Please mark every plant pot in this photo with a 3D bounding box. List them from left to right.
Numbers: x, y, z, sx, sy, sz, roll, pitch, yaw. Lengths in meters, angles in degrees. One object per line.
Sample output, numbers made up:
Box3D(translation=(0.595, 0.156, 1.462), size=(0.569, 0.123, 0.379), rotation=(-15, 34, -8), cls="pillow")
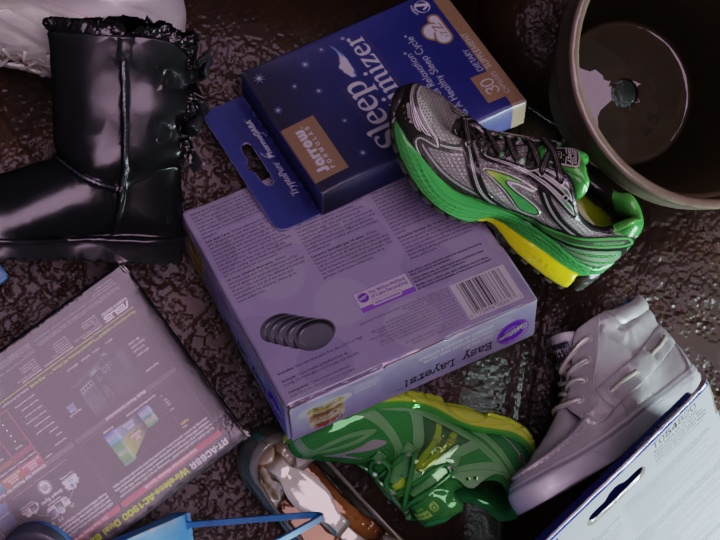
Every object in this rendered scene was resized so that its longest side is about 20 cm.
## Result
Box3D(translation=(0.214, -0.137, 1.371), size=(0.199, 0.174, 0.201), rotation=(1, 88, -14), cls="plant pot")

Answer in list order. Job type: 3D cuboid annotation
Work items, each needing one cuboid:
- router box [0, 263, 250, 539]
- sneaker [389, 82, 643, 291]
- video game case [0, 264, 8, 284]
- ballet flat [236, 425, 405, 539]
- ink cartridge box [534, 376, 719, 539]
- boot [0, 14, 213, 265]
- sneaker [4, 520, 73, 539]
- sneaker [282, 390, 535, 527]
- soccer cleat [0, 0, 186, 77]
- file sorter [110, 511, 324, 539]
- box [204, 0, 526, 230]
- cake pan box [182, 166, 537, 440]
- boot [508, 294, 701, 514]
Box3D(translation=(-0.200, 0.112, 1.317), size=(0.200, 0.062, 0.150), rotation=(-36, 95, -13), cls="router box")
Box3D(translation=(0.105, -0.070, 1.292), size=(0.200, 0.085, 0.078), rotation=(30, 44, -20), cls="sneaker")
Box3D(translation=(-0.357, -0.029, 1.308), size=(0.143, 0.018, 0.200), rotation=(-39, 97, -13), cls="video game case")
Box3D(translation=(-0.011, 0.191, 1.359), size=(0.067, 0.064, 0.200), rotation=(-45, 98, -11), cls="ballet flat")
Box3D(translation=(0.182, 0.182, 1.355), size=(0.200, 0.200, 0.041), rotation=(-42, 53, -12), cls="ink cartridge box")
Box3D(translation=(-0.197, -0.089, 1.287), size=(0.198, 0.073, 0.163), rotation=(2, 103, -15), cls="boot")
Box3D(translation=(-0.187, 0.231, 1.279), size=(0.066, 0.079, 0.200), rotation=(-9, 124, 14), cls="sneaker")
Box3D(translation=(0.041, 0.133, 1.343), size=(0.200, 0.074, 0.084), rotation=(12, 63, -28), cls="sneaker")
Box3D(translation=(-0.215, -0.158, 1.325), size=(0.199, 0.069, 0.078), rotation=(-11, 93, -17), cls="soccer cleat")
Box3D(translation=(-0.085, 0.268, 1.275), size=(0.122, 0.139, 0.201), rotation=(-6, 91, 17), cls="file sorter")
Box3D(translation=(0.002, -0.115, 1.359), size=(0.200, 0.032, 0.121), rotation=(-26, 62, -15), cls="box")
Box3D(translation=(0.000, 0.000, 1.329), size=(0.200, 0.052, 0.184), rotation=(-24, 59, -14), cls="cake pan box")
Box3D(translation=(0.157, 0.092, 1.385), size=(0.200, 0.074, 0.096), rotation=(-31, 86, -39), cls="boot")
